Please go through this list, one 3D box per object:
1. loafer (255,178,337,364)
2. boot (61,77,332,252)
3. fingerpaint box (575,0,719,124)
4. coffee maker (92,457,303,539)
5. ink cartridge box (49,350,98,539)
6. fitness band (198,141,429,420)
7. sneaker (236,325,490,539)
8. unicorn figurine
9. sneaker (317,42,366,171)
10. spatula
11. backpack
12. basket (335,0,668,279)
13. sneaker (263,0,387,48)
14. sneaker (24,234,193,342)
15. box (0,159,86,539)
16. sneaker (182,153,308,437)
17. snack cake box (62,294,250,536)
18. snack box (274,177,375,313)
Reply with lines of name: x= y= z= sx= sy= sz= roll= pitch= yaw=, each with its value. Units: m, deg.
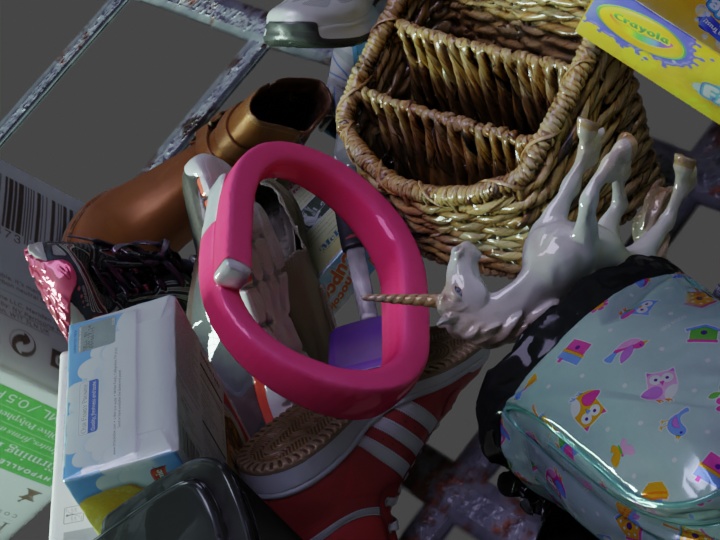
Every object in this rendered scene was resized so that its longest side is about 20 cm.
loafer: x=-0.057 y=0.024 z=1.120 sx=0.075 sy=0.068 sz=0.201 roll=-22 pitch=66 yaw=6
boot: x=-0.113 y=-0.063 z=1.218 sx=0.199 sy=0.077 sz=0.155 roll=-28 pitch=-5 yaw=-46
fingerpaint box: x=0.251 y=-0.158 z=0.971 sx=0.167 sy=0.199 sz=0.073 roll=-57 pitch=-2 yaw=-17
coffee maker: x=-0.042 y=0.188 z=0.893 sx=0.192 sy=0.200 sz=0.134 roll=-50 pitch=44 yaw=-8
ink cartridge box: x=-0.142 y=0.175 z=1.036 sx=0.044 sy=0.177 sz=0.201 roll=-11 pitch=45 yaw=5
fitness band: x=-0.024 y=0.001 z=1.000 sx=0.037 sy=0.143 sz=0.201 roll=-51 pitch=23 yaw=33
sneaker: x=0.014 y=0.117 z=1.033 sx=0.071 sy=0.113 sz=0.199 roll=7 pitch=30 yaw=46
unicorn figurine: x=0.119 y=-0.015 z=0.959 sx=0.074 sy=0.199 sz=0.138 roll=33 pitch=104 yaw=51
sneaker: x=-0.002 y=-0.144 z=1.274 sx=0.087 sy=0.075 sz=0.201 roll=-43 pitch=28 yaw=29
spatula: x=0.000 y=0.000 z=1.101 sx=0.056 sy=0.021 sz=0.201 roll=-14 pitch=41 yaw=4
backpack: x=0.163 y=0.088 z=0.872 sx=0.167 sy=0.127 sz=0.200 roll=-43 pitch=41 yaw=-5
basket: x=0.070 y=-0.099 z=1.079 sx=0.142 sy=0.150 sz=0.199 roll=-36 pitch=35 yaw=-22
sneaker: x=-0.012 y=-0.225 z=1.174 sx=0.075 sy=0.116 sz=0.200 roll=6 pitch=25 yaw=26
sneaker: x=-0.154 y=0.008 z=1.114 sx=0.074 sy=0.200 sz=0.081 roll=-30 pitch=79 yaw=11
box: x=-0.285 y=0.045 z=1.213 sx=0.171 sy=0.198 sz=0.201 roll=-41 pitch=36 yaw=31
sneaker: x=-0.088 y=0.029 z=1.060 sx=0.081 sy=0.077 sz=0.202 roll=-20 pitch=82 yaw=22
snack cake box: x=-0.100 y=0.126 z=0.972 sx=0.067 sy=0.201 sz=0.116 roll=-16 pitch=43 yaw=7
snack box: x=-0.072 y=0.018 z=1.209 sx=0.200 sy=0.037 sz=0.116 roll=-48 pitch=40 yaw=-5
